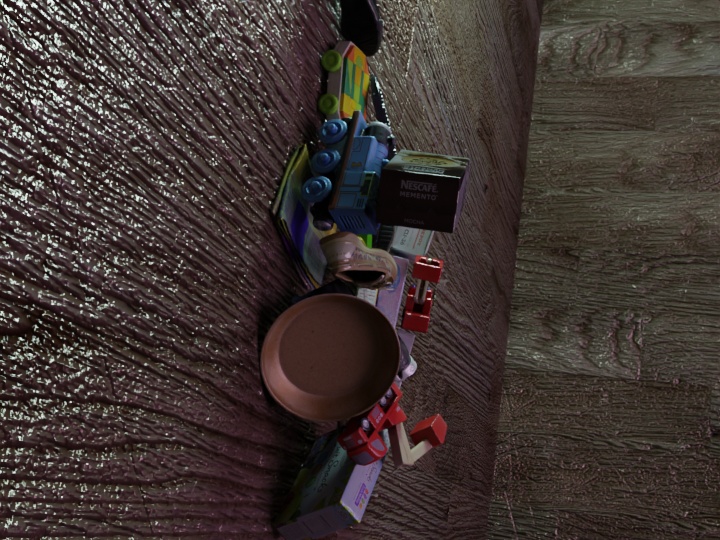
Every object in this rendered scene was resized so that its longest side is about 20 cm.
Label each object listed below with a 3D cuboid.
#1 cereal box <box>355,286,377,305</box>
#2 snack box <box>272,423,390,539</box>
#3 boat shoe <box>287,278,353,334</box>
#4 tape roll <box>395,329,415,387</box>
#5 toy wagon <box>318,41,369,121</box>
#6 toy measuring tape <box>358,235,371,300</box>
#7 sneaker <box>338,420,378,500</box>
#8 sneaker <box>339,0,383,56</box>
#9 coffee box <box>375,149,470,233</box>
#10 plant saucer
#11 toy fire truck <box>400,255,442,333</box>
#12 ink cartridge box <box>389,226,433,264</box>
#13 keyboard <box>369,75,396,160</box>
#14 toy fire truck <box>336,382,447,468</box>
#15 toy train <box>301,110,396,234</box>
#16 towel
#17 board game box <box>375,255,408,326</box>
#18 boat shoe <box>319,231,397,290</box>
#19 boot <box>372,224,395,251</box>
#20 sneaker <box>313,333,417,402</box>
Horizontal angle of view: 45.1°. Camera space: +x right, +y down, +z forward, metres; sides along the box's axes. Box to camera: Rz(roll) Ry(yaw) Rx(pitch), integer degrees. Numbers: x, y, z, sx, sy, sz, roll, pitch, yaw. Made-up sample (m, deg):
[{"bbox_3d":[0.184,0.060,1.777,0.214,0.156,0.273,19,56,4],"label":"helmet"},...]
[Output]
[{"bbox_3d":[-0.010,0.134,1.470,0.144,0.039,0.201,101,1,-57],"label":"cereal box"},{"bbox_3d":[-0.036,0.316,1.330,0.053,0.142,0.200,52,33,-16],"label":"snack box"},{"bbox_3d":[-0.075,0.100,1.318,0.093,0.075,0.200,-17,139,-28],"label":"boat shoe"},{"bbox_3d":[0.059,0.212,1.663,0.203,0.037,0.203,17,90,-86],"label":"tape roll"},{"bbox_3d":[-0.024,-0.267,1.422,0.155,0.039,0.201,9,85,-71],"label":"toy wagon"},{"bbox_3d":[-0.018,0.011,1.431,0.074,0.073,0.201,47,42,-65],"label":"toy measuring tape"},{"bbox_3d":[0.004,0.315,1.558,0.070,0.075,0.201,1,93,-71],"label":"sneaker"},{"bbox_3d":[0.006,-0.457,1.419,0.114,0.076,0.200,-61,144,-40],"label":"sneaker"},{"bbox_3d":[0.095,-0.120,1.268,0.200,0.113,0.080,-57,154,-71],"label":"coffee box"},{"bbox_3d":[-0.044,0.120,1.235,0.035,0.199,0.201,-112,-163,-68],"label":"plant saucer"},{"bbox_3d":[0.111,0.038,1.575,0.200,0.049,0.142,-62,164,-80],"label":"toy fire truck"},{"bbox_3d":[0.101,-0.083,1.649,0.200,0.067,0.117,137,-28,-84],"label":"ink cartridge box"},{"bbox_3d":[0.047,-0.233,1.515,0.200,0.021,0.127,70,12,-46],"label":"keyboard"},{"bbox_3d":[0.052,0.250,1.323,0.141,0.049,0.200,56,33,-8],"label":"toy fire truck"},{"bbox_3d":[-0.013,-0.145,1.293,0.087,0.114,0.201,64,35,-56],"label":"toy train"},{"bbox_3d":[-0.080,-0.078,1.317,0.200,0.023,0.144,69,31,-52],"label":"towel"},{"bbox_3d":[0.049,0.073,1.581,0.199,0.043,0.201,-9,112,-88],"label":"board game box"},{"bbox_3d":[0.000,0.000,1.319,0.200,0.073,0.063,27,46,-57],"label":"boat shoe"},{"bbox_3d":[0.041,-0.078,1.607,0.138,0.077,0.201,58,40,-68],"label":"boot"},{"bbox_3d":[-0.018,0.143,1.302,0.067,0.199,0.091,-115,-173,-60],"label":"sneaker"}]
